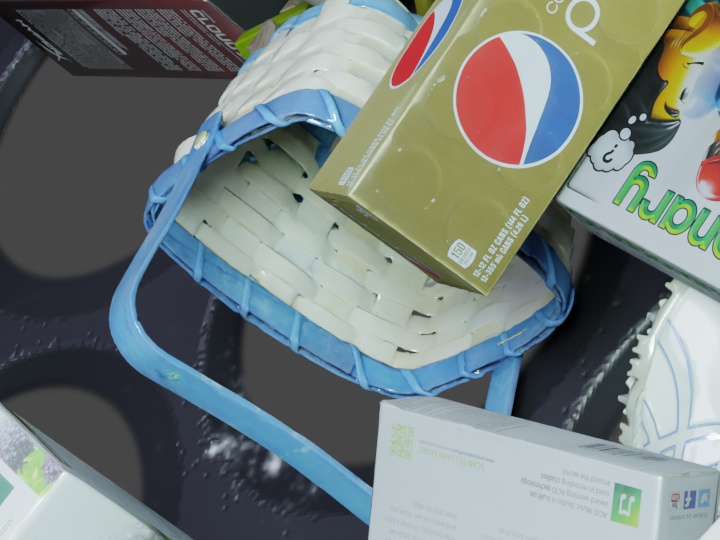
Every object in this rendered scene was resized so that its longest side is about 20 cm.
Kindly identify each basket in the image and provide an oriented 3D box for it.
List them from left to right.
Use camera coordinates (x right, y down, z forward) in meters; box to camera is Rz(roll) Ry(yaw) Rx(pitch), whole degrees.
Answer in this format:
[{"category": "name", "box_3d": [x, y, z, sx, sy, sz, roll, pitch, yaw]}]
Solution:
[{"category": "basket", "box_3d": [0.000, 0.000, 1.208, 0.139, 0.176, 0.201, -35, 26, 41]}]

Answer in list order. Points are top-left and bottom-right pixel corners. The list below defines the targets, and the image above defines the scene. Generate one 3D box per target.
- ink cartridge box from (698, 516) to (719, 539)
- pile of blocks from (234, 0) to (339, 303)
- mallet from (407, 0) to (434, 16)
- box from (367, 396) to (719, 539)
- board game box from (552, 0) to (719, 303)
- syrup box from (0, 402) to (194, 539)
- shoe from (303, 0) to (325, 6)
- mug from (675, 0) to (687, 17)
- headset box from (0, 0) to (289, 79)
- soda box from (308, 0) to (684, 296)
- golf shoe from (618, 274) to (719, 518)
[{"category": "ink cartridge box", "box_3d": [0.162, 0.138, 0.953, 0.200, 0.145, 0.084, -47, 39, 5]}, {"category": "pile of blocks", "box_3d": [-0.035, -0.058, 1.351, 0.062, 0.082, 0.201, -23, 46, 37]}, {"category": "mallet", "box_3d": [0.025, -0.114, 1.266, 0.041, 0.200, 0.066, 9, 73, 9]}, {"category": "box", "box_3d": [0.056, 0.155, 1.060, 0.144, 0.036, 0.201, 13, 99, 48]}, {"category": "board game box", "box_3d": [0.169, -0.037, 1.045, 0.127, 0.035, 0.200, -56, 41, -3]}, {"category": "syrup box", "box_3d": [-0.088, 0.137, 1.156, 0.079, 0.200, 0.081, -52, 38, -2]}, {"category": "shoe", "box_3d": [-0.028, -0.198, 1.355, 0.070, 0.053, 0.201, 122, 144, -48]}, {"category": "mug", "box_3d": [0.113, -0.187, 1.234, 0.185, 0.115, 0.152, -37, 59, -4]}, {"category": "headset box", "box_3d": [-0.074, -0.175, 1.484, 0.199, 0.077, 0.149, 6, 65, 48]}, {"category": "soda box", "box_3d": [0.068, -0.093, 1.123, 0.201, 0.068, 0.064, -56, 14, -6]}, {"category": "golf shoe", "box_3d": [0.135, 0.078, 1.093, 0.097, 0.078, 0.201, 22, 86, 44]}]
